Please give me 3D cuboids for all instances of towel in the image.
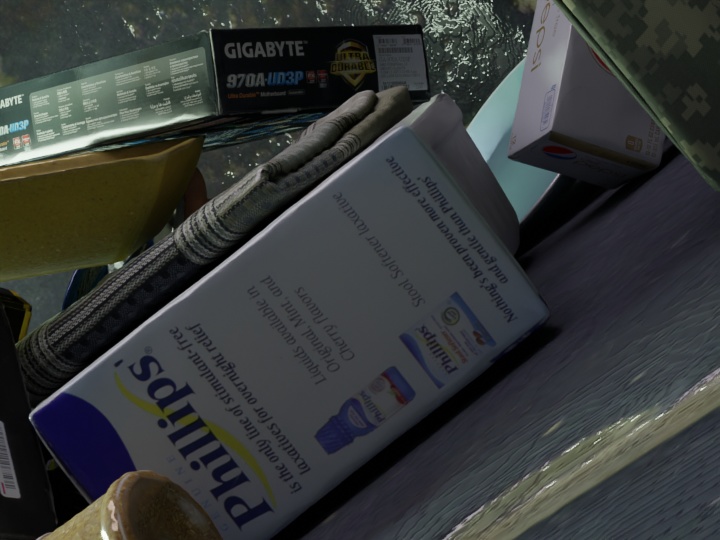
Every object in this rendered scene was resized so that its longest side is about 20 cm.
[{"bbox_3d":[-0.077,-0.016,0.965,0.193,0.035,0.200,-38,1,24],"label":"towel"}]

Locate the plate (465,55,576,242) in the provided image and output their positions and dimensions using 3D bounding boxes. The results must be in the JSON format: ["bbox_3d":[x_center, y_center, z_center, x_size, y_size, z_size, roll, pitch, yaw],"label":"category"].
[{"bbox_3d":[0.101,-0.070,1.266,0.200,0.026,0.200,-49,17,22],"label":"plate"}]

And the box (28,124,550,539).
[{"bbox_3d":[-0.030,0.038,0.920,0.200,0.105,0.184,-37,1,-1],"label":"box"}]

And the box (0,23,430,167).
[{"bbox_3d":[-0.086,-0.094,1.123,0.200,0.046,0.159,-8,0,45],"label":"box"}]

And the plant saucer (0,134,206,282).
[{"bbox_3d":[-0.176,-0.022,0.981,0.200,0.049,0.200,-9,7,2],"label":"plant saucer"}]

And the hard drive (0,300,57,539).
[{"bbox_3d":[-0.206,0.116,0.909,0.038,0.140,0.200,13,-48,-38],"label":"hard drive"}]

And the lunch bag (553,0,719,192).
[{"bbox_3d":[0.153,-0.154,0.781,0.168,0.200,0.139,-38,4,24],"label":"lunch bag"}]

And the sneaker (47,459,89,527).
[{"bbox_3d":[-0.151,0.149,1.118,0.200,0.078,0.090,-74,4,-71],"label":"sneaker"}]

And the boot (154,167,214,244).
[{"bbox_3d":[-0.040,-0.039,1.268,0.200,0.069,0.188,-23,-32,-14],"label":"boot"}]

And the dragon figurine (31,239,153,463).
[{"bbox_3d":[-0.133,0.028,1.117,0.099,0.059,0.200,124,164,-71],"label":"dragon figurine"}]

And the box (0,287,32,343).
[{"bbox_3d":[-0.215,0.085,1.064,0.200,0.049,0.160,-176,98,-78],"label":"box"}]

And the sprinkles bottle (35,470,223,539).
[{"bbox_3d":[-0.142,0.157,0.814,0.200,0.068,0.068,-36,4,22],"label":"sprinkles bottle"}]

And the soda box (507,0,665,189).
[{"bbox_3d":[0.139,-0.151,1.127,0.064,0.068,0.200,152,132,-70],"label":"soda box"}]

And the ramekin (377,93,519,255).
[{"bbox_3d":[0.000,0.000,1.141,0.202,0.094,0.202,-41,5,4],"label":"ramekin"}]
